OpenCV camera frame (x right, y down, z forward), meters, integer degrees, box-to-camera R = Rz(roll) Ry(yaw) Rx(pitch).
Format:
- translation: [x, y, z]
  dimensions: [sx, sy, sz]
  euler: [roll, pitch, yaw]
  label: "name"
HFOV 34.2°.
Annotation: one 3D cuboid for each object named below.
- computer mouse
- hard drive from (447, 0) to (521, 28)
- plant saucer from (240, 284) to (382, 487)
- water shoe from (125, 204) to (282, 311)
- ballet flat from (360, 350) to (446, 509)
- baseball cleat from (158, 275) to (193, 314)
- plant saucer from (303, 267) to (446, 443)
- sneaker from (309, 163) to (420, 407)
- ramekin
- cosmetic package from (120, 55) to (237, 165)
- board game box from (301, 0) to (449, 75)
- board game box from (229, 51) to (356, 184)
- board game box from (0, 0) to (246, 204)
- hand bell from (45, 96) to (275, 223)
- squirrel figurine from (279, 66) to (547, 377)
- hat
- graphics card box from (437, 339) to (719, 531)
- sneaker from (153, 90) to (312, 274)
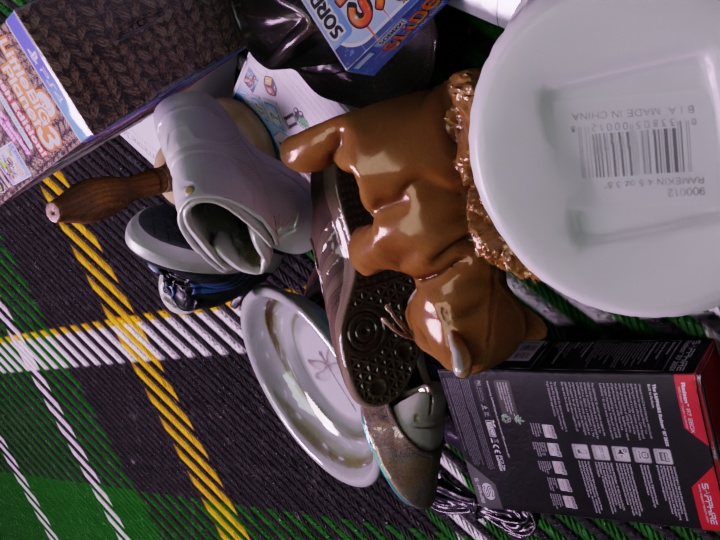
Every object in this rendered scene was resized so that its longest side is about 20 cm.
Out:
- translation: [0.083, 0.118, 0.966]
  dimensions: [0.140, 0.046, 0.202]
  euler: [2, 114, 48]
  label: "computer mouse"
- translation: [0.037, -0.247, 0.753]
  dimensions: [0.199, 0.027, 0.133]
  euler: [33, 139, 34]
  label: "hard drive"
- translation: [-0.030, 0.094, 1.036]
  dimensions: [0.200, 0.050, 0.201]
  euler: [42, 149, 33]
  label: "plant saucer"
- translation: [-0.127, 0.002, 0.929]
  dimensions: [0.071, 0.200, 0.079]
  euler: [40, 103, 20]
  label: "water shoe"
- translation: [0.029, 0.085, 0.917]
  dimensions: [0.067, 0.068, 0.201]
  euler: [-30, 77, 35]
  label: "ballet flat"
- translation: [-0.123, -0.051, 1.088]
  dimensions: [0.070, 0.106, 0.201]
  euler: [39, 114, 10]
  label: "baseball cleat"
- translation: [0.009, 0.081, 1.057]
  dimensions: [0.200, 0.032, 0.201]
  euler: [34, 141, 33]
  label: "plant saucer"
- translation: [0.000, 0.000, 0.889]
  dimensions: [0.075, 0.070, 0.202]
  euler: [-174, 79, -67]
  label: "sneaker"
- translation: [0.152, -0.074, 0.606]
  dimensions: [0.199, 0.098, 0.202]
  euler: [8, 112, 20]
  label: "ramekin"
- translation: [-0.170, -0.196, 1.016]
  dimensions: [0.113, 0.081, 0.201]
  euler: [39, 142, 22]
  label: "cosmetic package"
- translation: [-0.005, -0.240, 0.710]
  dimensions: [0.135, 0.034, 0.201]
  euler: [-41, 72, 28]
  label: "board game box"
- translation: [-0.023, -0.101, 0.944]
  dimensions: [0.200, 0.035, 0.126]
  euler: [51, 146, 11]
  label: "board game box"
- translation: [-0.207, -0.150, 0.890]
  dimensions: [0.199, 0.159, 0.097]
  euler: [-19, 106, 52]
  label: "board game box"
- translation: [-0.166, -0.068, 0.923]
  dimensions: [0.103, 0.200, 0.105]
  euler: [12, 113, 31]
  label: "hand bell"
- translation: [0.074, -0.028, 0.765]
  dimensions: [0.199, 0.141, 0.188]
  euler: [-17, 89, 44]
  label: "squirrel figurine"
- translation: [-0.040, -0.188, 0.801]
  dimensions: [0.200, 0.081, 0.202]
  euler: [31, 135, 36]
  label: "hat"
- translation: [0.162, 0.113, 0.823]
  dimensions: [0.199, 0.051, 0.126]
  euler: [-4, 115, 36]
  label: "graphics card box"
- translation: [-0.082, -0.034, 0.874]
  dimensions: [0.200, 0.073, 0.116]
  euler: [40, -152, -51]
  label: "sneaker"
